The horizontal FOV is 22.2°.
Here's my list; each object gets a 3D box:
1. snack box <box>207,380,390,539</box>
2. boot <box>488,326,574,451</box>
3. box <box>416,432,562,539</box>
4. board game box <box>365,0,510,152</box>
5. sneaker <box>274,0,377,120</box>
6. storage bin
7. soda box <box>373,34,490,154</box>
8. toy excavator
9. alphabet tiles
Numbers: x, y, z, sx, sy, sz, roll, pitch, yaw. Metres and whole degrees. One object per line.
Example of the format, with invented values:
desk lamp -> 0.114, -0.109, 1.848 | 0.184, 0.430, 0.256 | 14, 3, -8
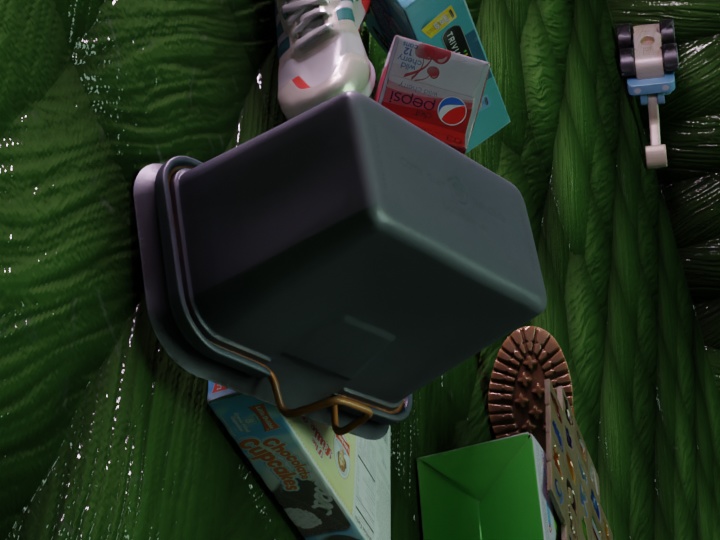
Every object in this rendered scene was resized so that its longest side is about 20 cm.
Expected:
snack box -> -0.031, 0.085, 1.078 | 0.200, 0.037, 0.117 | 61, 22, -44
boot -> 0.161, 0.146, 1.647 | 0.107, 0.075, 0.201 | -26, 111, -77
box -> 0.120, 0.251, 1.361 | 0.177, 0.096, 0.201 | 53, 28, -56
board game box -> 0.037, -0.200, 1.385 | 0.151, 0.047, 0.200 | 55, -2, 31
sneaker -> -0.037, -0.175, 1.228 | 0.094, 0.070, 0.200 | 58, 21, -33
storage bin -> 0.000, 0.000, 0.966 | 0.200, 0.134, 0.146 | 25, 45, -46
soda box -> 0.041, -0.103, 1.283 | 0.200, 0.070, 0.064 | 105, 0, -82
toy excavator -> 0.504, -0.304, 3.160 | 0.201, 0.099, 0.195 | 73, 15, -46
alphabet tiles -> 0.169, 0.186, 1.405 | 0.200, 0.006, 0.167 | -82, 152, -56
